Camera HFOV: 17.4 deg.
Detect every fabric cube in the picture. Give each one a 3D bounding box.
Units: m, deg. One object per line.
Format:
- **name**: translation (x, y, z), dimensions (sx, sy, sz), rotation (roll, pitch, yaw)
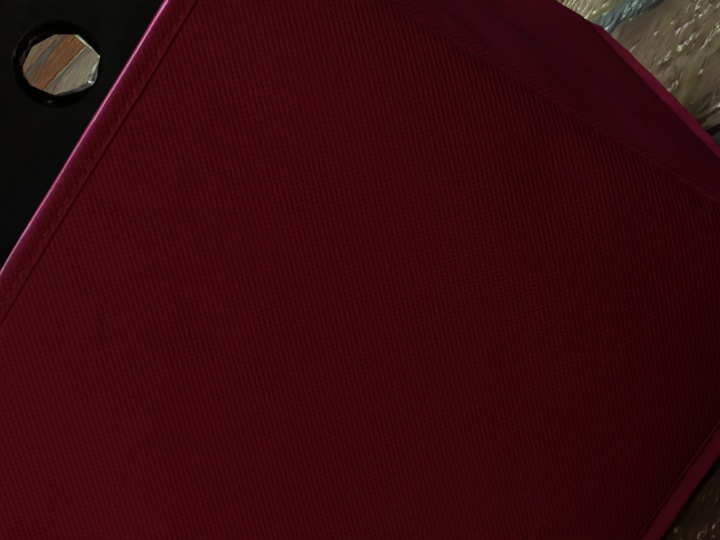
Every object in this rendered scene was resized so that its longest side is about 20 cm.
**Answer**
- **fabric cube**: translation (-0.026, -0.005, 0.668), dimensions (0.197, 0.199, 0.200), rotation (-58, 26, 13)
